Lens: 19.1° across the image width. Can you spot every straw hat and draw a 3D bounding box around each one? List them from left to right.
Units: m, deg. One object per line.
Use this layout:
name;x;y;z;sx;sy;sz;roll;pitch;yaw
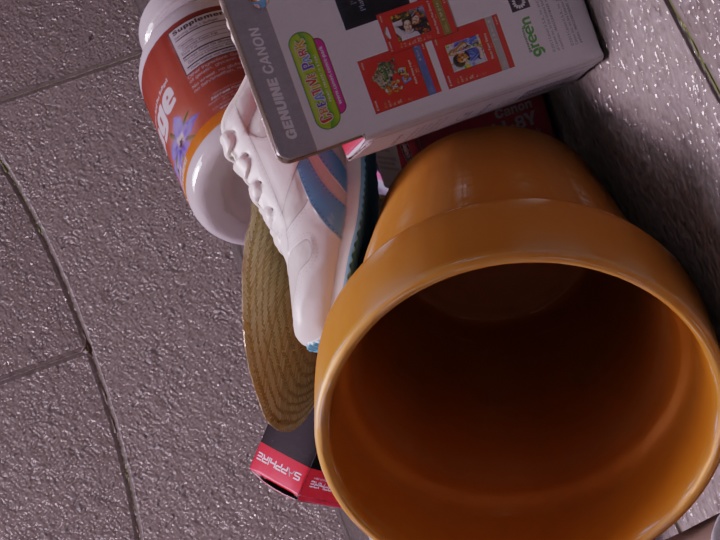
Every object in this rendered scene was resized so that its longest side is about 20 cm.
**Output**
straw hat;0.000;0.000;1.255;0.201;0.085;0.202;0;-90;-74

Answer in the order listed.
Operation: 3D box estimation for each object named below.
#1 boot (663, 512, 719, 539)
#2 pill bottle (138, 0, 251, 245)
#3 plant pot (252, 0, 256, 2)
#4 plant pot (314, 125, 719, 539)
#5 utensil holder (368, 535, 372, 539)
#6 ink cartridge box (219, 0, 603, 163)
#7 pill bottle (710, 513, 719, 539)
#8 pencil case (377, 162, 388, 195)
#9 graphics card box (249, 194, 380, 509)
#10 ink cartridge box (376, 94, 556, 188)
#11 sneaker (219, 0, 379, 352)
boot;0.141;0.173;1.080;0.200;0.146;0.070;100;152;-74
pill bottle;-0.089;-0.117;1.472;0.200;0.112;0.112;-117;11;-47
plant pot;-0.058;-0.268;1.443;0.200;0.027;0.201;0;-90;-68
plant pot;0.075;0.025;1.096;0.183;0.199;0.201;-93;-10;-56
utensil holder;0.079;0.142;1.357;0.170;0.169;0.200;-118;10;-45
ink cartridge box;0.004;-0.167;1.095;0.084;0.175;0.201;148;103;-82
pill bottle;0.193;0.181;0.864;0.113;0.112;0.200;-121;14;-54
pencil case;0.033;-0.086;1.437;0.091;0.083;0.200;45;174;-7
graphics card box;0.015;0.058;1.408;0.051;0.201;0.125;25;-176;36
ink cartridge box;0.034;-0.152;1.255;0.145;0.083;0.201;-153;44;-79
sneaker;-0.033;-0.053;1.165;0.077;0.080;0.201;68;-160;-75
